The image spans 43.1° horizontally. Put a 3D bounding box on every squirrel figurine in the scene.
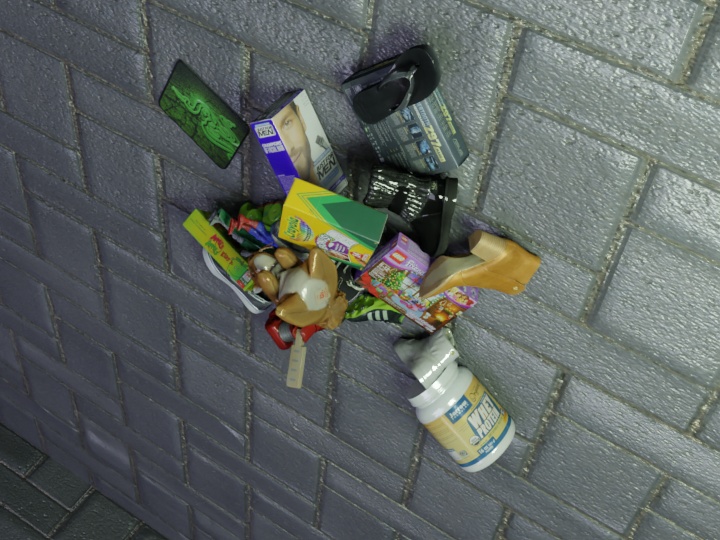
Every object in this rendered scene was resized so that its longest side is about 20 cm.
[{"bbox_3d":[-0.123,0.032,1.720,0.185,0.144,0.199,17,168,44],"label":"squirrel figurine"}]

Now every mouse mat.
[{"bbox_3d":[-0.321,-0.312,1.848,0.200,0.008,0.161,44,142,-3],"label":"mouse mat"}]

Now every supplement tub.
[{"bbox_3d":[0.201,0.288,1.841,0.200,0.145,0.144,47,141,-8],"label":"supplement tub"}]

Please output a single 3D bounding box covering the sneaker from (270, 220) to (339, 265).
[{"bbox_3d":[-0.080,-0.064,1.798,0.196,0.078,0.086,21,132,-16],"label":"sneaker"}]

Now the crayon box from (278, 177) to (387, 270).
[{"bbox_3d":[-0.053,-0.076,1.594,0.169,0.059,0.200,21,164,-3],"label":"crayon box"}]

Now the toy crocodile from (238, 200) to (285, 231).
[{"bbox_3d":[-0.174,-0.114,1.865,0.197,0.063,0.067,-7,157,45],"label":"toy crocodile"}]

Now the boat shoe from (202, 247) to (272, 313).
[{"bbox_3d":[-0.270,0.008,2.047,0.201,0.072,0.067,51,136,-6],"label":"boat shoe"}]

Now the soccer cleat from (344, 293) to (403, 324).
[{"bbox_3d":[0.044,0.081,1.854,0.081,0.068,0.198,44,143,-24],"label":"soccer cleat"}]

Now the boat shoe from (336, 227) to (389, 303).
[{"bbox_3d":[0.000,0.000,1.768,0.073,0.061,0.201,17,125,-26],"label":"boat shoe"}]

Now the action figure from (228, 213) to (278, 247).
[{"bbox_3d":[-0.175,-0.036,1.851,0.197,0.101,0.065,17,163,-31],"label":"action figure"}]

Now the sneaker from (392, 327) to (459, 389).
[{"bbox_3d":[0.138,0.159,1.836,0.074,0.115,0.200,48,178,-21],"label":"sneaker"}]

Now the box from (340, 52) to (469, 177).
[{"bbox_3d":[0.074,-0.252,1.527,0.156,0.051,0.202,-10,118,45],"label":"box"}]

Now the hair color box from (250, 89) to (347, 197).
[{"bbox_3d":[-0.109,-0.213,1.675,0.064,0.110,0.202,-3,124,42],"label":"hair color box"}]

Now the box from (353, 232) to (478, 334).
[{"bbox_3d":[0.104,0.027,1.703,0.198,0.040,0.136,34,133,-19],"label":"box"}]

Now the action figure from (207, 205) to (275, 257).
[{"bbox_3d":[-0.234,-0.059,1.938,0.199,0.055,0.118,38,-172,-20],"label":"action figure"}]

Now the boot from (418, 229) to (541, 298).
[{"bbox_3d":[0.209,0.015,1.600,0.142,0.072,0.201,26,135,-24],"label":"boot"}]

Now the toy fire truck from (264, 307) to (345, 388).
[{"bbox_3d":[-0.137,0.143,1.952,0.174,0.200,0.130,-17,114,47],"label":"toy fire truck"}]

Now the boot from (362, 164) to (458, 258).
[{"bbox_3d":[0.080,-0.104,1.577,0.154,0.081,0.213,6,147,0],"label":"boot"}]

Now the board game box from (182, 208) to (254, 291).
[{"bbox_3d":[-0.286,-0.043,1.966,0.048,0.101,0.200,-45,81,8],"label":"board game box"}]

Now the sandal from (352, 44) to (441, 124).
[{"bbox_3d":[0.056,-0.283,1.443,0.076,0.043,0.199,50,139,-7],"label":"sandal"}]
